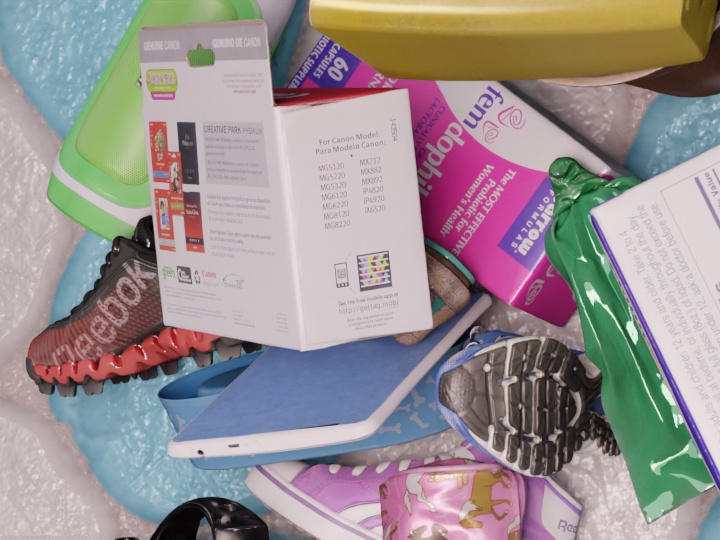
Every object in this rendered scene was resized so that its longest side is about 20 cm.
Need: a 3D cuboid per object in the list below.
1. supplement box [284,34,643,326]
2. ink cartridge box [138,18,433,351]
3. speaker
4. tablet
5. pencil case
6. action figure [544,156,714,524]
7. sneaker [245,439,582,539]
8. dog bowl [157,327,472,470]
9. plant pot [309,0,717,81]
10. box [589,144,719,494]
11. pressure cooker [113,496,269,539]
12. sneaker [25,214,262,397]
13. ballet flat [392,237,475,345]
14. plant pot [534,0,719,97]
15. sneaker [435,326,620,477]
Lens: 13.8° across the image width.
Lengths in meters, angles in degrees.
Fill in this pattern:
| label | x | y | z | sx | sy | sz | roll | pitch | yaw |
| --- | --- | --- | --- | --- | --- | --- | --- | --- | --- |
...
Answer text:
| label | x | y | z | sx | sy | sz | roll | pitch | yaw |
| --- | --- | --- | --- | --- | --- | --- | --- | --- | --- |
| supplement box | 0.060 | -0.068 | 1.748 | 0.200 | 0.103 | 0.101 | 38 | 97 | 21 |
| ink cartridge box | -0.046 | -0.054 | 1.642 | 0.200 | 0.083 | 0.177 | 9 | 106 | 64 |
| speaker | -0.116 | -0.115 | 1.840 | 0.088 | 0.088 | 0.201 | 33 | 97 | 23 |
| tablet | -0.014 | 0.059 | 1.679 | 0.129 | 0.200 | 0.014 | -7 | 107 | 26 |
| pencil case | 0.060 | 0.203 | 1.664 | 0.083 | 0.086 | 0.202 | 148 | 117 | -65 |
| action figure | 0.160 | 0.023 | 1.635 | 0.118 | 0.055 | 0.201 | -30 | 82 | 6 |
| sneaker | 0.037 | 0.127 | 1.758 | 0.199 | 0.073 | 0.115 | 23 | 89 | 14 |
| dog bowl | -0.023 | 0.077 | 1.766 | 0.199 | 0.111 | 0.050 | -9 | 100 | 22 |
| plant pot | 0.096 | -0.193 | 1.492 | 0.175 | 0.200 | 0.202 | 11 | 88 | 12 |
| box | 0.248 | 0.015 | 1.544 | 0.199 | 0.105 | 0.185 | -26 | 78 | 4 |
| pressure cooker | -0.084 | 0.233 | 1.734 | 0.175 | 0.178 | 0.202 | -11 | 80 | 25 |
| sneaker | -0.133 | 0.019 | 1.820 | 0.200 | 0.071 | 0.099 | -17 | 90 | 38 |
| ballet flat | 0.000 | 0.000 | 1.730 | 0.068 | 0.200 | 0.067 | 41 | 86 | -21 |
| plant pot | 0.162 | -0.185 | 1.664 | 0.199 | 0.198 | 0.202 | -3 | 82 | 23 |
| sneaker | 0.084 | 0.073 | 1.667 | 0.089 | 0.200 | 0.079 | 6 | 88 | 26 |
